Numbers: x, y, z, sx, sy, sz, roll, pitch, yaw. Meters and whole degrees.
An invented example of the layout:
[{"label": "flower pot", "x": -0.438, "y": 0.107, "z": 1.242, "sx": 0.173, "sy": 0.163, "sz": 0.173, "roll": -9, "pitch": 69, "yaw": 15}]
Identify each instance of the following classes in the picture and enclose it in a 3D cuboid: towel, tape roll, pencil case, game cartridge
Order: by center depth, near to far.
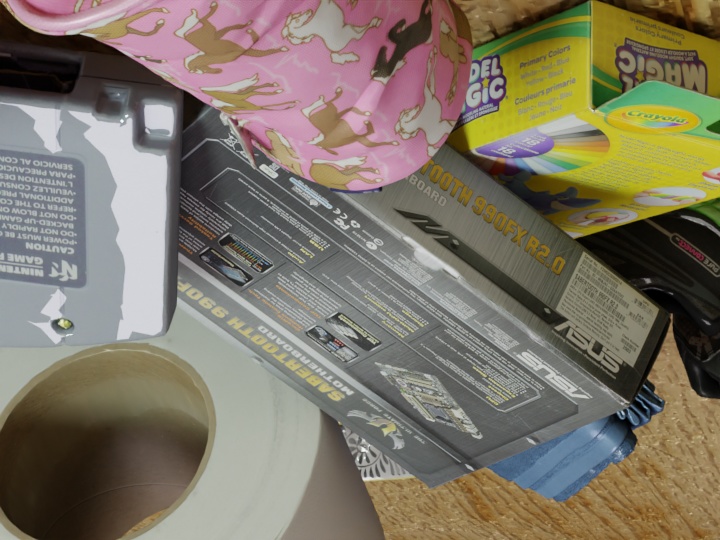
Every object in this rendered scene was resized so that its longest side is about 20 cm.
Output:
[{"label": "pencil case", "x": -0.037, "y": -0.085, "z": 0.684, "sx": 0.083, "sy": 0.087, "sz": 0.200, "roll": 28, "pitch": 179, "yaw": 27}, {"label": "game cartridge", "x": -0.167, "y": -0.030, "z": 0.829, "sx": 0.199, "sy": 0.041, "sz": 0.133, "roll": 7, "pitch": 130, "yaw": 0}, {"label": "towel", "x": 0.034, "y": 0.027, "z": 1.000, "sx": 0.200, "sy": 0.049, "sz": 0.112, "roll": 33, "pitch": 153, "yaw": -4}, {"label": "tape roll", "x": -0.098, "y": 0.116, "z": 1.011, "sx": 0.202, "sy": 0.203, "sz": 0.139, "roll": -4, "pitch": 142, "yaw": 14}]

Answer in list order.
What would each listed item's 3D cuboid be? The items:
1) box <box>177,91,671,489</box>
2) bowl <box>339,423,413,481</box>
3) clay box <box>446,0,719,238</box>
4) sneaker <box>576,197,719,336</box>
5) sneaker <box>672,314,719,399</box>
[{"label": "box", "x": 0.000, "y": 0.000, "z": 0.881, "sx": 0.200, "sy": 0.048, "sz": 0.158, "roll": 36, "pitch": 151, "yaw": -13}, {"label": "bowl", "x": -0.021, "y": 0.057, "z": 1.220, "sx": 0.200, "sy": 0.094, "sz": 0.201, "roll": -1, "pitch": 166, "yaw": 0}, {"label": "clay box", "x": 0.084, "y": -0.054, "z": 0.870, "sx": 0.115, "sy": 0.048, "sz": 0.200, "roll": 12, "pitch": 161, "yaw": -36}, {"label": "sneaker", "x": 0.080, "y": 0.006, "z": 1.037, "sx": 0.200, "sy": 0.084, "sz": 0.077, "roll": -5, "pitch": 165, "yaw": 18}, {"label": "sneaker", "x": 0.209, "y": 0.015, "z": 1.050, "sx": 0.071, "sy": 0.098, "sz": 0.200, "roll": 7, "pitch": 163, "yaw": -20}]
